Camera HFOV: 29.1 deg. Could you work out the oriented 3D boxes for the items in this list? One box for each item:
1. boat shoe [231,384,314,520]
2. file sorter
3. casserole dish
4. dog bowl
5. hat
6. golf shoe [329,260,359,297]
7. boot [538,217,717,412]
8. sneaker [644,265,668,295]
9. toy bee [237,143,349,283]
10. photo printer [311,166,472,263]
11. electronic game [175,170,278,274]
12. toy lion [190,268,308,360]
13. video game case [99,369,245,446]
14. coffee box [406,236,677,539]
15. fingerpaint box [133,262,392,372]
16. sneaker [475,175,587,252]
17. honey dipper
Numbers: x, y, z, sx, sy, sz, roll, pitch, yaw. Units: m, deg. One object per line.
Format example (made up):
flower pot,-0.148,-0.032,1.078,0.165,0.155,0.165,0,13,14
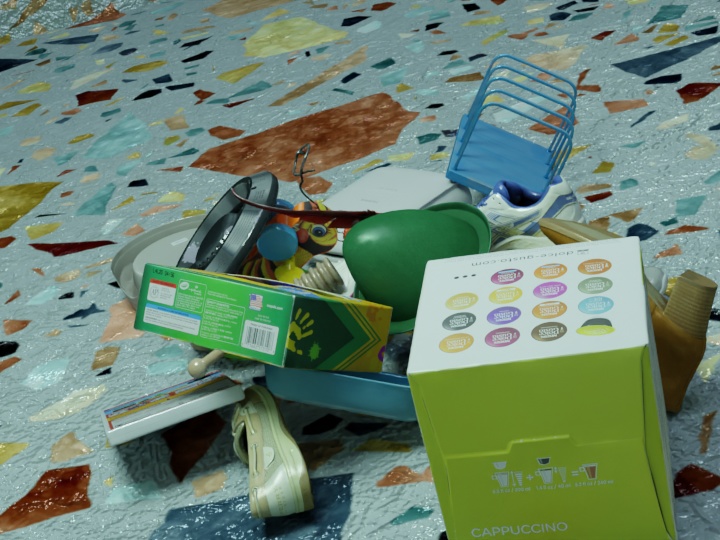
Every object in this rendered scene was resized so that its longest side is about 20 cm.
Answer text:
boat shoe,-0.101,0.178,1.371,0.063,0.074,0.201,-16,30,-13
file sorter,0.209,-0.185,1.840,0.138,0.123,0.200,23,29,-2
casserole dish,-0.012,0.118,1.403,0.199,0.039,0.121,11,1,2
dog bowl,-0.225,-0.006,1.823,0.199,0.059,0.200,-11,25,5
hat,0.009,-0.045,1.429,0.200,0.176,0.166,-36,36,10
golf shoe,0.000,0.000,1.586,0.091,0.076,0.200,19,56,38
boot,0.240,0.044,1.354,0.200,0.145,0.071,28,21,28
sneaker,0.236,0.011,1.529,0.199,0.082,0.075,-5,26,18
toy bee,-0.068,-0.034,1.597,0.200,0.108,0.132,-42,29,50
photo printer,0.023,-0.063,1.802,0.166,0.070,0.200,12,35,42
electronic game,-0.158,-0.029,1.593,0.200,0.042,0.200,-48,19,23
toy lion,-0.084,0.049,1.649,0.199,0.069,0.191,-30,38,-31
video game case,-0.203,0.143,1.471,0.142,0.018,0.200,-19,5,-12
coffee box,0.164,0.111,1.223,0.198,0.201,0.198,-7,27,13
fingerpaint box,-0.097,0.046,1.398,0.199,0.074,0.166,11,1,36
sneaker,0.150,-0.058,1.527,0.199,0.089,0.075,-9,22,27
honey dipper,-0.108,0.058,1.533,0.200,0.038,0.038,-36,26,2
